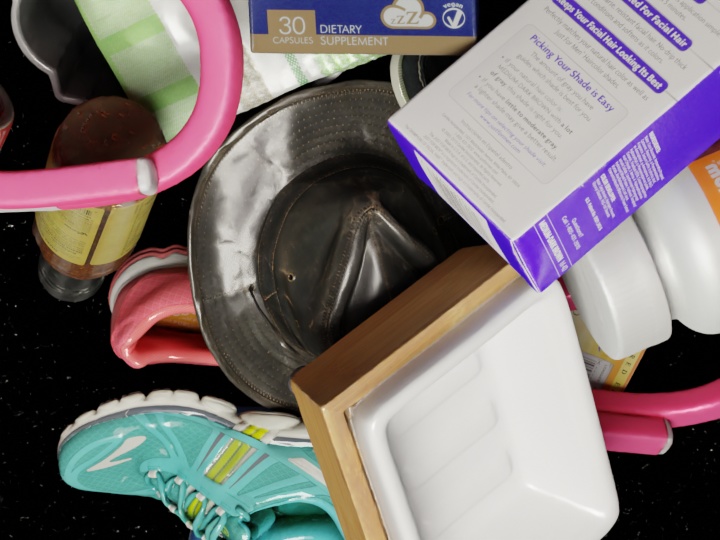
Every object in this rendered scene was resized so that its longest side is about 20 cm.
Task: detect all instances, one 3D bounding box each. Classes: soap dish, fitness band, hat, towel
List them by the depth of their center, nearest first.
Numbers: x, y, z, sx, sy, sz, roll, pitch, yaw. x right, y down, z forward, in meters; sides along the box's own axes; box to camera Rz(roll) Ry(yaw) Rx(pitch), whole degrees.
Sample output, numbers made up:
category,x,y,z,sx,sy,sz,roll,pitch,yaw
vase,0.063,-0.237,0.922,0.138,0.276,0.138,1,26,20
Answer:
category,x,y,z,sx,sy,sz,roll,pitch,yaw
fitness band,-0.161,-0.104,1.380,0.200,0.037,0.144,-4,87,11
towel,-0.055,-0.165,1.416,0.200,0.031,0.149,-20,113,17
soap dish,0.051,0.096,1.429,0.157,0.081,0.200,-37,131,-24
hat,0.000,0.000,1.462,0.200,0.081,0.201,-6,110,-16
fitness band,0.154,0.049,1.525,0.200,0.037,0.144,8,140,-21

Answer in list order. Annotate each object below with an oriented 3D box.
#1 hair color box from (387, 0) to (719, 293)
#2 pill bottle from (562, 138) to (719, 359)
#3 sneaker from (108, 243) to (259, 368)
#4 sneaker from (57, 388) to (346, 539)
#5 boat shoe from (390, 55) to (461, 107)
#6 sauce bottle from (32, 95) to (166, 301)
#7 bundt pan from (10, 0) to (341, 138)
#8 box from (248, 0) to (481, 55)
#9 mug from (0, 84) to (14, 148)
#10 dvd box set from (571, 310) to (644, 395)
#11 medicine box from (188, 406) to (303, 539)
category,x,y,z,sx,sy,sz,roll,pitch,yaw
hair color box,0.127,-0.096,1.370,0.200,0.109,0.065,-41,147,-4
pill bottle,0.207,-0.033,1.415,0.200,0.110,0.110,-23,116,-7
sneaker,-0.051,0.025,1.534,0.200,0.087,0.074,-9,117,10
sneaker,-0.078,0.119,1.502,0.200,0.080,0.078,6,144,10
boat shoe,0.102,-0.066,1.468,0.199,0.066,0.075,46,68,-23
sauce bottle,-0.154,-0.034,1.504,0.066,0.066,0.200,21,156,-7
bundt pan,-0.094,-0.171,1.469,0.202,0.076,0.202,1,119,2
box,-0.001,-0.205,1.353,0.121,0.032,0.200,1,117,7
mug,-0.309,-0.042,1.528,0.177,0.133,0.200,27,114,-13
dvd box set,0.081,0.001,1.576,0.200,0.029,0.146,21,118,-6
medicine box,0.004,0.171,1.589,0.200,0.182,0.103,0,119,4
